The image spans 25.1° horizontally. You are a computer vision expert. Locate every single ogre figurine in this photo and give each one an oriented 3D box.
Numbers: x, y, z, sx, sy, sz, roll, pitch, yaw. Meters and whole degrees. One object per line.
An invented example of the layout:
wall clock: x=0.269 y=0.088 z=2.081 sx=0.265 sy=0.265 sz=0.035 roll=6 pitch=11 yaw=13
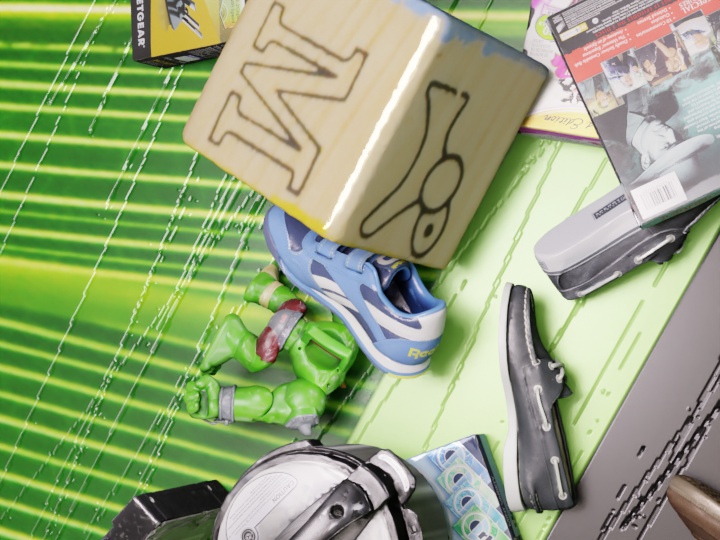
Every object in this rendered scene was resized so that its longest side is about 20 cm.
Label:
ogre figurine: x=-0.061 y=0.065 z=1.446 sx=0.119 sy=0.098 sz=0.200 roll=29 pitch=50 yaw=10

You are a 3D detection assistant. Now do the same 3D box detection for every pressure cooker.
pressure cooker: x=-0.026 y=0.228 z=1.329 sx=0.177 sy=0.200 sz=0.177 roll=2 pitch=87 yaw=17

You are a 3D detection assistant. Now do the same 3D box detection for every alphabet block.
alphabet block: x=0.005 y=-0.141 z=1.369 sx=0.196 sy=0.195 sz=0.201 roll=35 pitch=101 yaw=34

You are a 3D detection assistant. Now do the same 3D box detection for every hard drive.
hard drive: x=-0.193 y=0.250 z=1.422 sx=0.038 sy=0.200 sz=0.140 roll=45 pitch=97 yaw=12

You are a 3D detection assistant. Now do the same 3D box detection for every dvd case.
dvd case: x=0.257 y=-0.154 z=1.342 sx=0.145 sy=0.022 sz=0.201 roll=-26 pitch=73 yaw=11

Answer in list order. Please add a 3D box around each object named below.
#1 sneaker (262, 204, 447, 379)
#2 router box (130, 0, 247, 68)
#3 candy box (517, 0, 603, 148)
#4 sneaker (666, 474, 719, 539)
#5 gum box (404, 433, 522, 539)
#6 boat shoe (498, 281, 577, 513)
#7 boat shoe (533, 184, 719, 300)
sneaker: x=0.000 y=0.000 z=1.407 sx=0.200 sy=0.074 sz=0.082 roll=43 pitch=135 yaw=13
router box: x=-0.141 y=-0.300 z=1.503 sx=0.156 sy=0.052 sz=0.202 roll=-7 pitch=84 yaw=32
candy box: x=0.215 y=-0.209 z=1.409 sx=0.135 sy=0.061 sz=0.202 roll=10 pitch=89 yaw=16
sneaker: x=0.323 y=0.254 z=1.339 sx=0.200 sy=0.070 sz=0.076 roll=39 pitch=98 yaw=16
gum box: x=0.044 y=0.258 z=1.433 sx=0.199 sy=0.045 sz=0.171 roll=-22 pitch=80 yaw=14
boat shoe: x=0.154 y=0.109 z=1.401 sx=0.060 sy=0.076 sz=0.202 roll=-3 pitch=97 yaw=16
boat shoe: x=0.249 y=-0.038 z=1.386 sx=0.199 sy=0.072 sz=0.068 roll=-31 pitch=114 yaw=11
